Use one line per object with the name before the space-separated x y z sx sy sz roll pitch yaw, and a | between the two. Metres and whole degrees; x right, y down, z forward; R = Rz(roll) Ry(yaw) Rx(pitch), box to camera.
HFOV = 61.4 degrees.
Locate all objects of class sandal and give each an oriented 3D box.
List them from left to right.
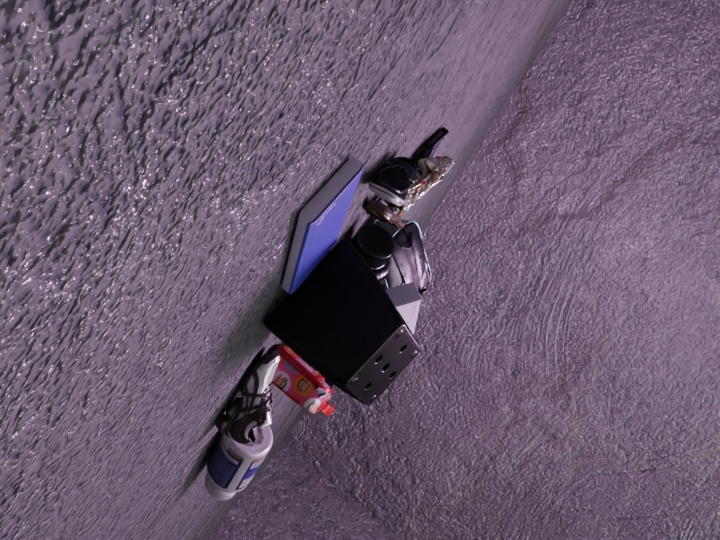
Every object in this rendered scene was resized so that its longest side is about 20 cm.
sandal | 0.054 -0.128 1.250 0.056 0.080 0.200 -66 166 2

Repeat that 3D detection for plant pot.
plant pot | -0.012 0.109 1.038 0.199 0.177 0.201 -44 149 -5

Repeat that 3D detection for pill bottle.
pill bottle | -0.279 0.421 1.356 0.202 0.110 0.111 -59 172 31
pill bottle | 0.000 0.000 1.276 0.112 0.111 0.201 -49 172 -41

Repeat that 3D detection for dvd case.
dvd case | 0.139 -0.241 1.482 0.150 0.025 0.202 -49 171 -50

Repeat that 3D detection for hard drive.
hard drive | -0.059 -0.060 0.895 0.133 0.025 0.201 -51 173 -31

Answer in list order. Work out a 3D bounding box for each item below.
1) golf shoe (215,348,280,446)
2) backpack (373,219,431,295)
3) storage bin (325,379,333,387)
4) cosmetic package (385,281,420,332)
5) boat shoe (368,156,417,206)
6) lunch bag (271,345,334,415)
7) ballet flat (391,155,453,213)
golf shoe | -0.195 0.248 1.179 0.202 0.094 0.078 -58 172 13
backpack | 0.069 -0.022 1.416 0.175 0.151 0.203 -40 137 -32
storage bin | -0.089 0.221 1.647 0.201 0.134 0.094 -52 174 -25
cosmetic package | 0.047 0.113 1.323 0.147 0.053 0.202 -13 149 -10
boat shoe | 0.063 -0.165 1.087 0.063 0.074 0.200 -62 177 22
lunch bag | -0.126 0.245 1.304 0.082 0.175 0.200 -49 174 -8
ballet flat | 0.135 -0.208 1.349 0.200 0.065 0.075 -45 -147 -23
